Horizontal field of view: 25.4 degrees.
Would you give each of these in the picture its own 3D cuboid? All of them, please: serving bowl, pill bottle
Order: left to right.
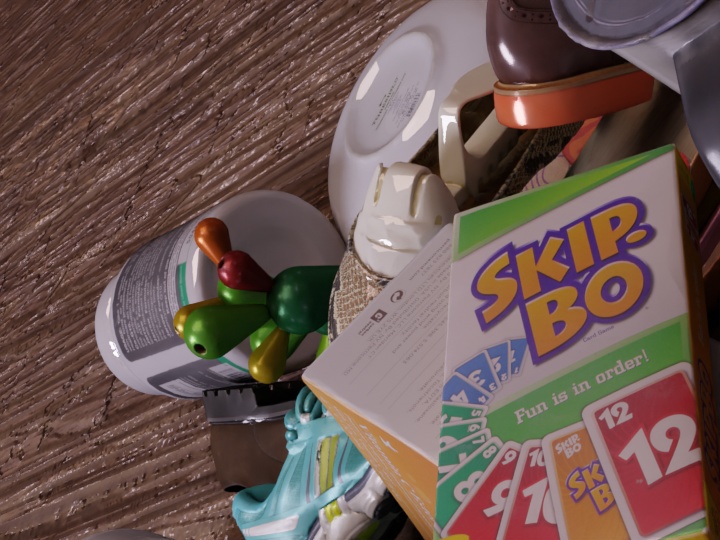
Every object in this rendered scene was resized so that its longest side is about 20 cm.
[{"bbox_3d":[-0.097,0.023,1.040,0.200,0.112,0.114,-20,49,59],"label":"pill bottle"},{"bbox_3d":[0.041,-0.092,0.971,0.200,0.065,0.201,-37,38,37],"label":"serving bowl"}]

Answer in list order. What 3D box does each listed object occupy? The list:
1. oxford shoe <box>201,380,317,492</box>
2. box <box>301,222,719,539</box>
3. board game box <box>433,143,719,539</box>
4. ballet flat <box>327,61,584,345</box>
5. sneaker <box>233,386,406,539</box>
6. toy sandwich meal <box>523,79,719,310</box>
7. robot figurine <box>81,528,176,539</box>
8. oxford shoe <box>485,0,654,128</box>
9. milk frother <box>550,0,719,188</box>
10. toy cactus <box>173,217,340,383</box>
[{"bbox_3d":[-0.014,0.106,0.911,0.199,0.072,0.085,-6,86,52],"label":"oxford shoe"},{"bbox_3d":[0.088,0.080,0.634,0.097,0.125,0.199,-45,36,-14],"label":"box"},{"bbox_3d":[0.077,0.029,0.573,0.095,0.030,0.201,-17,37,22],"label":"board game box"},{"bbox_3d":[0.042,-0.044,0.734,0.067,0.076,0.200,23,59,27],"label":"ballet flat"},{"bbox_3d":[-0.002,0.086,0.792,0.080,0.077,0.200,48,122,17],"label":"sneaker"},{"bbox_3d":[0.127,-0.043,0.785,0.205,0.070,0.206,-39,37,36],"label":"toy sandwich meal"},{"bbox_3d":[-0.130,0.209,0.926,0.114,0.168,0.200,69,160,-1],"label":"robot figurine"},{"bbox_3d":[0.143,-0.125,0.719,0.071,0.199,0.073,15,123,57],"label":"oxford shoe"},{"bbox_3d":[0.209,-0.108,0.582,0.200,0.187,0.181,-49,35,26],"label":"milk frother"},{"bbox_3d":[0.000,0.000,0.837,0.164,0.199,0.103,-30,68,40],"label":"toy cactus"}]
